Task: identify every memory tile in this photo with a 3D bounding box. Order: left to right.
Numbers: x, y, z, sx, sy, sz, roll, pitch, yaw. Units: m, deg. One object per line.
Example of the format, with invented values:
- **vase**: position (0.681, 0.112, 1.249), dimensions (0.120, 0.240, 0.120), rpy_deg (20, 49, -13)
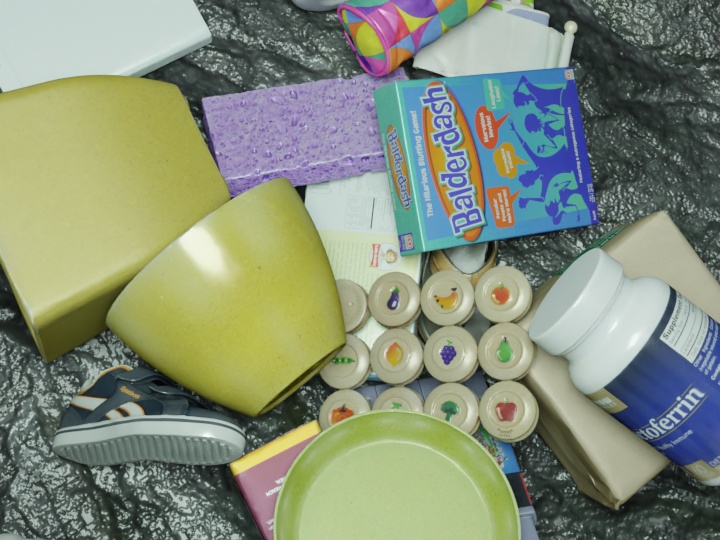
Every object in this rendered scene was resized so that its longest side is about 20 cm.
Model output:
- **memory tile**: position (0.055, 0.075, 1.112), dimensions (0.199, 0.017, 0.154), rpy_deg (-5, 76, 21)

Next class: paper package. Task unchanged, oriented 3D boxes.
- **paper package**: position (0.238, 0.078, 1.165), dimensions (0.200, 0.103, 0.191), rpy_deg (-37, 93, -11)

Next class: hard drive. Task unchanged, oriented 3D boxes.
- **hard drive**: position (-0.261, -0.234, 1.219), dimensions (0.200, 0.026, 0.132), rpy_deg (-28, 83, -10)

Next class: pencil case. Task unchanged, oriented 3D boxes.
- **pencil case**: position (0.071, -0.265, 1.211), dimensions (0.200, 0.088, 0.088), rpy_deg (-36, 85, -20)

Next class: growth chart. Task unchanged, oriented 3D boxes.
- **growth chart**: position (0.119, -0.234, 1.257), dimensions (0.199, 0.018, 0.145), rpy_deg (22, 68, -2)

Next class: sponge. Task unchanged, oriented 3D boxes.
- **sponge**: position (-0.042, -0.131, 1.197), dimensions (0.199, 0.030, 0.112), rpy_deg (-10, 51, -8)

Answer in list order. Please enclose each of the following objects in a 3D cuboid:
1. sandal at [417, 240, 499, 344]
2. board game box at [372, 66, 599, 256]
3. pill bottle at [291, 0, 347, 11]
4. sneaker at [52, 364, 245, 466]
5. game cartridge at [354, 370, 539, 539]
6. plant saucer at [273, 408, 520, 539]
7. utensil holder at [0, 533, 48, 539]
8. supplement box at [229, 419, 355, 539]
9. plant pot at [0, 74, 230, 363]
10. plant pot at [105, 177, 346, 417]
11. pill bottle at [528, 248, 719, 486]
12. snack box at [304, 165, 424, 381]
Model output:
- **sandal**: position (0.102, -0.011, 1.199), dimensions (0.081, 0.055, 0.201), rpy_deg (16, 84, -3)
- **board game box**: position (0.118, -0.102, 1.167), dimensions (0.199, 0.045, 0.153), rpy_deg (-10, 90, -28)
- **pill bottle**: position (-0.048, -0.358, 1.221), dimensions (0.112, 0.112, 0.201), rpy_deg (-22, 82, -10)
- **sneaker**: position (-0.179, 0.121, 1.094), dimensions (0.199, 0.078, 0.080), rpy_deg (-5, 59, 32)
- **game cartridge**: position (0.074, 0.175, 1.121), dimensions (0.129, 0.038, 0.200), rpy_deg (-11, 45, -5)
- **plant saucer**: position (0.029, 0.212, 1.034), dimensions (0.199, 0.031, 0.201), rpy_deg (2, 64, -4)
- **utensil holder**: position (-0.207, 0.308, 1.052), dimensions (0.199, 0.170, 0.171), rpy_deg (5, 79, -8)
- **supplement box**: position (-0.035, 0.240, 1.110), dimensions (0.085, 0.110, 0.201), rpy_deg (-26, 83, -10)
- **plant pot**: position (-0.226, -0.059, 1.112), dimensions (0.199, 0.194, 0.196), rpy_deg (-24, 83, -15)
- **plant pot**: position (-0.094, 0.039, 1.089), dimensions (0.200, 0.200, 0.142), rpy_deg (-38, 83, -12)
- **pill bottle**: position (0.245, 0.077, 1.055), dimensions (0.200, 0.116, 0.116), rpy_deg (37, 78, -5)
- **snack box**: position (0.000, 0.000, 1.186), dimensions (0.116, 0.037, 0.201), rpy_deg (5, 79, 8)
